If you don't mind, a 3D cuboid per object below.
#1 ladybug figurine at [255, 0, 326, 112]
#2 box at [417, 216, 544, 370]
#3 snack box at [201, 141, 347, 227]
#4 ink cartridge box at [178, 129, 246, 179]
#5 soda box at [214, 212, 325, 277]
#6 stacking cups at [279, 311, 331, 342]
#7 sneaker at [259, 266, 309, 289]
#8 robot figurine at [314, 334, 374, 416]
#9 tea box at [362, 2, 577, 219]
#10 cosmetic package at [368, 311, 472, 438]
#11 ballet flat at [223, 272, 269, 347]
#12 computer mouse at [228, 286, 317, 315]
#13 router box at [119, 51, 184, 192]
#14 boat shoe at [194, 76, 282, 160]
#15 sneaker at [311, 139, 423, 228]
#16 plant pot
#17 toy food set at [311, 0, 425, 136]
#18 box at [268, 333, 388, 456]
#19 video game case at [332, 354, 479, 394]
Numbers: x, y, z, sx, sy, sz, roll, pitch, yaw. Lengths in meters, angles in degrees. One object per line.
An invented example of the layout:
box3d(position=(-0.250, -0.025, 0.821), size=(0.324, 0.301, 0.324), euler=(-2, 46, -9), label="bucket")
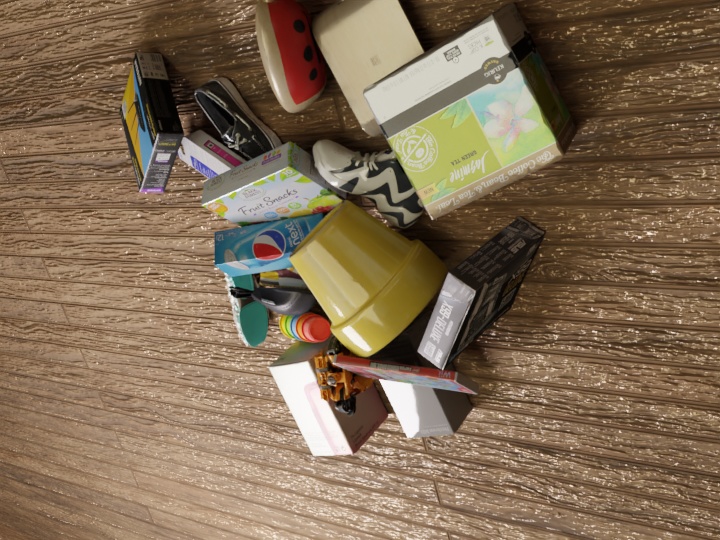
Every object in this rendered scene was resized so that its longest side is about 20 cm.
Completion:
box3d(position=(-0.099, -0.323, 1.299), size=(0.072, 0.136, 0.200), euler=(-5, 144, 12), label="ladybug figurine")
box3d(position=(0.174, 0.030, 1.261), size=(0.050, 0.200, 0.158), euler=(35, 133, 20), label="box")
box3d(position=(-0.141, -0.128, 1.439), size=(0.199, 0.053, 0.142), euler=(-19, 147, 35), label="snack box")
box3d(position=(-0.245, -0.183, 1.547), size=(0.200, 0.037, 0.095), euler=(33, 157, 14), label="ink cartridge box")
box3d(position=(-0.144, -0.042, 1.487), size=(0.199, 0.068, 0.064), euler=(-9, 69, 15), label="soda box")
box3d(position=(-0.091, 0.096, 1.549), size=(0.061, 0.060, 0.200), euler=(60, 163, -9), label="stacking cups")
box3d(position=(-0.087, -0.013, 1.528), size=(0.199, 0.075, 0.091), euler=(1, 91, 20), label="sneaker")
box3d(position=(-0.023, 0.162, 1.487), size=(0.058, 0.200, 0.146), euler=(-6, 96, 20), label="robot figurine")
box3d(position=(0.146, -0.207, 1.149), size=(0.200, 0.134, 0.197), euler=(-26, 102, 28), label="tea box")
box3d(position=(0.098, 0.180, 1.498), size=(0.107, 0.090, 0.201), euler=(-17, 103, 39), label="cosmetic package")
box3d(position=(-0.222, 0.048, 1.690), size=(0.072, 0.072, 0.201), euler=(9, 120, 34), label="ballet flat")
box3d(position=(-0.129, 0.058, 1.561), size=(0.199, 0.140, 0.046), euler=(1, 82, 42), label="computer mouse")
box3d(position=(-0.368, -0.259, 1.539), size=(0.149, 0.051, 0.201), euler=(-58, 44, 44), label="router box")
box3d(position=(-0.203, -0.233, 1.480), size=(0.072, 0.068, 0.200), euler=(-32, 96, 45), label="boat shoe")
box3d(position=(0.026, -0.167, 1.337), size=(0.199, 0.079, 0.130), euler=(40, 133, 10), label="sneaker")
box3d(position=(0.000, 0.000, 1.360), size=(0.189, 0.201, 0.201), euler=(45, 136, -7), label="plant pot")
box3d(position=(0.033, -0.309, 1.265), size=(0.143, 0.060, 0.201), euler=(-22, 104, 32), label="toy food set")
box3d(position=(-0.056, 0.222, 1.615), size=(0.109, 0.128, 0.201), euler=(-12, 109, 41), label="box")
box3d(position=(0.073, 0.162, 1.372), size=(0.199, 0.143, 0.018), euler=(5, 77, 22), label="video game case")
